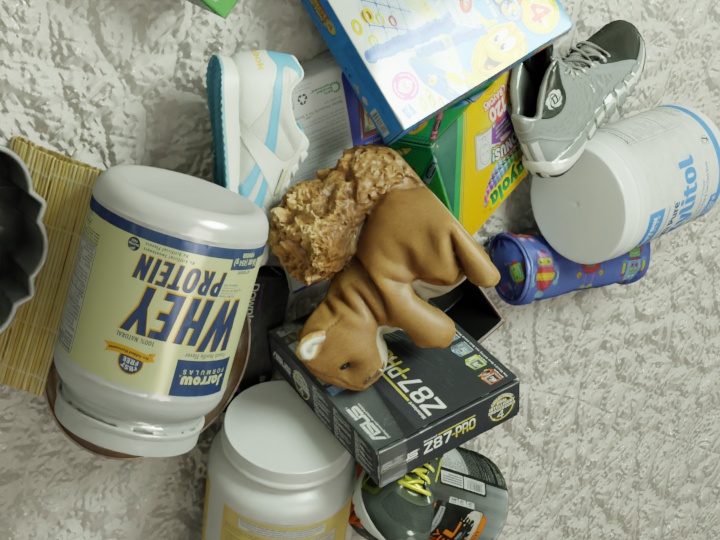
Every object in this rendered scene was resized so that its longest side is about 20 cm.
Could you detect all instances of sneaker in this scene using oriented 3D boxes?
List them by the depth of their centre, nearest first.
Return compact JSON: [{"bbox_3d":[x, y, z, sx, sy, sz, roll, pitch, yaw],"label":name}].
[{"bbox_3d":[-0.086,-0.091,1.081,0.079,0.077,0.203,-9,123,-17],"label":"sneaker"},{"bbox_3d":[0.042,0.175,1.161,0.074,0.201,0.085,24,120,-16],"label":"sneaker"},{"bbox_3d":[0.207,-0.197,1.208,0.201,0.074,0.116,-56,135,-22],"label":"sneaker"}]

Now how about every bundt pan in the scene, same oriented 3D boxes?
[{"bbox_3d":[-0.349,-0.033,0.965,0.199,0.076,0.205,-12,116,-25],"label":"bundt pan"}]

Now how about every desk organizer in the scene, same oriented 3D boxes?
[{"bbox_3d":[0.049,0.075,1.292,0.199,0.077,0.072,-39,128,-13],"label":"desk organizer"}]

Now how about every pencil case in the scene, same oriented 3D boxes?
[{"bbox_3d":[0.227,-0.011,1.374,0.197,0.086,0.080,-8,92,-33],"label":"pencil case"}]

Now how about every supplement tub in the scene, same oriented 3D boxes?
[{"bbox_3d":[-0.164,0.031,1.000,0.143,0.145,0.203,7,106,-36],"label":"supplement tub"},{"bbox_3d":[-0.080,0.223,1.206,0.143,0.146,0.202,-13,132,-29],"label":"supplement tub"},{"bbox_3d":[0.289,-0.095,1.323,0.198,0.131,0.134,-23,123,-39],"label":"supplement tub"},{"bbox_3d":[0.060,0.238,1.334,0.199,0.122,0.124,24,97,-45],"label":"supplement tub"}]

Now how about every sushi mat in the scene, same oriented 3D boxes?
[{"bbox_3d":[-0.276,-0.002,1.033,0.012,0.094,0.203,-17,127,-70],"label":"sushi mat"}]

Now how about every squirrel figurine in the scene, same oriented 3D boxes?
[{"bbox_3d":[0.000,0.000,1.101,0.186,0.142,0.200,-42,100,6],"label":"squirrel figurine"}]

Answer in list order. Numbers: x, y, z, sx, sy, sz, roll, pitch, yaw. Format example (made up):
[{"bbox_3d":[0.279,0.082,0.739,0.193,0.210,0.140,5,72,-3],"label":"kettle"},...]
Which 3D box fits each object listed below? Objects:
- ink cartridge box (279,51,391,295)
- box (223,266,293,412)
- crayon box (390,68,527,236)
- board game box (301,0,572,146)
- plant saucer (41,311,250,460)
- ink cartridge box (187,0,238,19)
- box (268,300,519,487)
[{"bbox_3d":[-0.014,-0.108,1.189,0.196,0.047,0.203,-25,124,-24],"label":"ink cartridge box"},{"bbox_3d":[-0.166,0.065,1.168,0.197,0.036,0.145,1,110,-36],"label":"box"},{"bbox_3d":[0.117,-0.133,1.219,0.200,0.058,0.120,-47,133,-31],"label":"crayon box"},{"bbox_3d":[0.056,-0.248,1.100,0.194,0.056,0.202,-33,92,-18],"label":"board game box"},{"bbox_3d":[-0.192,0.072,1.111,0.198,0.032,0.203,-15,119,-28],"label":"plant saucer"},{"bbox_3d":[-0.116,-0.330,0.990,0.145,0.084,0.201,37,88,-39],"label":"ink cartridge box"},{"bbox_3d":[0.029,0.096,1.167,0.159,0.200,0.050,-24,132,-23],"label":"box"}]
